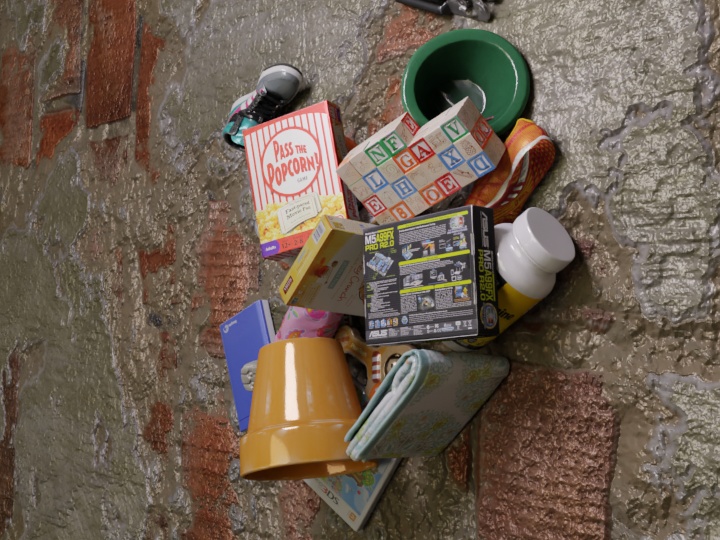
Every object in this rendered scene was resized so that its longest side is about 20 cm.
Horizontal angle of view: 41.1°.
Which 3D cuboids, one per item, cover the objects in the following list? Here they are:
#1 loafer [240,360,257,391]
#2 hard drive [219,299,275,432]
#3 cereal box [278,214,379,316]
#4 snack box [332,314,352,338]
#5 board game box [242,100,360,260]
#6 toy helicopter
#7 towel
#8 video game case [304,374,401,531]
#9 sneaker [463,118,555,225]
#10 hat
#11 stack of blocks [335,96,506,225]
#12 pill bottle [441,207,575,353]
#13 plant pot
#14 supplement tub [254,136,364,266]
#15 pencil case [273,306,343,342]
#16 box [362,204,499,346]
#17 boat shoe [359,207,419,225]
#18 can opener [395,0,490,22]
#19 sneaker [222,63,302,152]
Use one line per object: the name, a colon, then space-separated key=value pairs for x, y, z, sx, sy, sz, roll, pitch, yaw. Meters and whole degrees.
loafer: x=-0.104 y=0.170 z=1.576 sx=0.199 sy=0.070 sz=0.070 roll=3 pitch=105 yaw=30
hard drive: x=-0.189 y=0.170 z=1.698 sx=0.132 sy=0.025 sz=0.201 roll=-32 pitch=65 yaw=42
cereal box: x=0.000 y=0.000 z=1.378 sx=0.144 sy=0.199 sz=0.040 roll=-58 pitch=41 yaw=28
snack box: x=-0.051 y=0.043 z=1.560 sx=0.072 sy=0.024 sz=0.201 roll=-23 pitch=71 yaw=45
board game box: x=-0.087 y=-0.130 z=1.414 sx=0.151 sy=0.046 sz=0.201 roll=-16 pitch=78 yaw=25
toy helicopter: x=0.028 y=0.124 z=1.431 sx=0.200 sy=0.079 sz=0.133 roll=29 pitch=105 yaw=46
towel: x=0.086 y=0.182 z=1.293 sx=0.200 sy=0.170 sz=0.048 roll=-55 pitch=49 yaw=30
video game case: x=-0.025 y=0.270 z=1.486 sx=0.182 sy=0.022 sz=0.201 roll=38 pitch=115 yaw=27
sneaker: x=0.186 y=-0.112 z=1.294 sx=0.200 sy=0.073 sz=0.077 roll=-52 pitch=37 yaw=23
hat: x=0.140 y=-0.230 z=1.377 sx=0.199 sy=0.176 sz=0.167 roll=-12 pitch=78 yaw=6
stack of blocks: x=0.078 y=-0.148 z=1.275 sx=0.200 sy=0.059 sz=0.115 roll=-29 pitch=108 yaw=38
pill bottle: x=0.179 y=0.012 z=1.247 sx=0.200 sy=0.112 sz=0.113 roll=-45 pitch=56 yaw=35
plant pot: x=-0.081 y=0.201 z=1.403 sx=0.200 sy=0.199 sz=0.184 roll=-24 pitch=65 yaw=44
supplement tub: x=-0.063 y=-0.108 z=1.495 sx=0.200 sy=0.122 sz=0.123 roll=-50 pitch=53 yaw=16
pencil case: x=-0.067 y=0.052 z=1.481 sx=0.088 sy=0.087 sz=0.201 roll=51 pitch=132 yaw=36
box: x=0.086 y=0.011 z=1.233 sx=0.199 sy=0.044 sz=0.161 roll=-11 pitch=77 yaw=46
boat shoe: x=0.027 y=-0.072 z=1.461 sx=0.200 sy=0.071 sz=0.070 roll=-37 pitch=37 yaw=45
can opener: x=0.123 y=-0.409 z=1.398 sx=0.067 sy=0.053 sz=0.200 roll=-49 pitch=45 yaw=-8
sneaker: x=-0.174 y=-0.264 z=1.648 sx=0.200 sy=0.083 sz=0.121 roll=-31 pitch=41 yaw=49
